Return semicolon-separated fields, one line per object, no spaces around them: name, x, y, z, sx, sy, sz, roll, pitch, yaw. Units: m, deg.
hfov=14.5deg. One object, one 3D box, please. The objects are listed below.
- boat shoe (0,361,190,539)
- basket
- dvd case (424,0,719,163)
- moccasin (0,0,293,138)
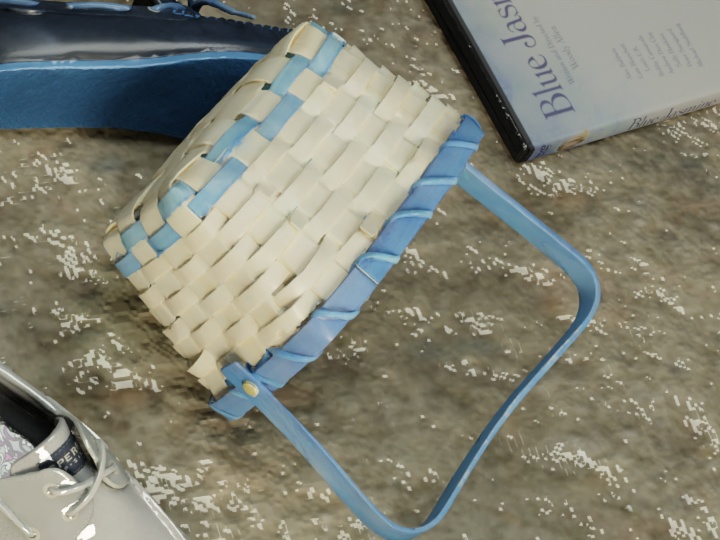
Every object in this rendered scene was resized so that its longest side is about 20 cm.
boat shoe;-0.139;0.088;1.225;0.200;0.069;0.072;42;54;5
basket;0.000;0.000;1.294;0.200;0.139;0.176;42;57;-2
dvd case;0.131;-0.142;1.511;0.199;0.018;0.143;-17;69;-30
moccasin;-0.101;-0.111;1.356;0.199;0.081;0.068;4;55;-22
